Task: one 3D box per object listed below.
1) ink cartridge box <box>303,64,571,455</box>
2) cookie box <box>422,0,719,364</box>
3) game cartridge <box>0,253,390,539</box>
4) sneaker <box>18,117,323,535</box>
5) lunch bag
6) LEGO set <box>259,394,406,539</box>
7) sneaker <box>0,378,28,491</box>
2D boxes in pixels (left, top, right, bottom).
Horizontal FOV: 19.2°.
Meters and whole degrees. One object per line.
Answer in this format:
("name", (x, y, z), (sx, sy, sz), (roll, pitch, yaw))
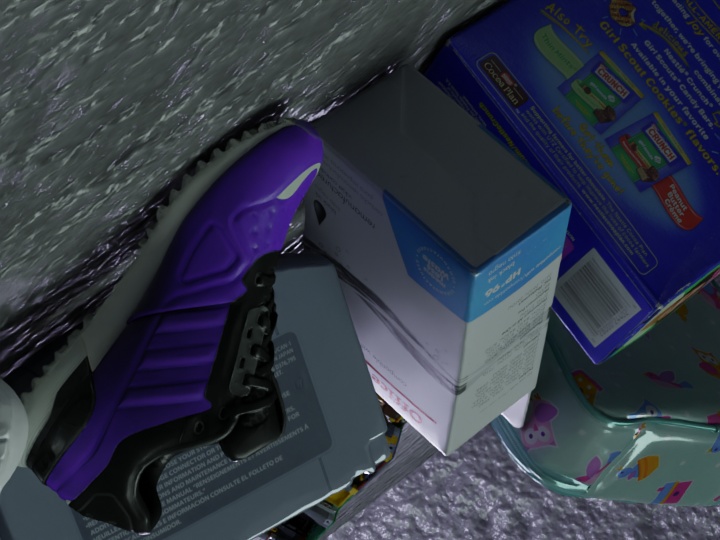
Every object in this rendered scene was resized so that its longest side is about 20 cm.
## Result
("ink cartridge box", (0.032, 0.010, 1.063), (0.068, 0.116, 0.200), (-36, 153, -25))
("cookie box", (0.150, -0.078, 1.100), (0.200, 0.171, 0.075), (-33, 172, -32))
("game cartridge", (-0.087, 0.075, 1.025), (0.199, 0.134, 0.040), (-26, -155, -23))
("sneaker", (-0.063, 0.031, 0.940), (0.200, 0.099, 0.070), (-52, 170, 4))
("lunch bag", (0.147, 0.054, 1.220), (0.199, 0.161, 0.077), (8, 131, -42))
("LEGO set", (-0.046, 0.097, 1.492), (0.200, 0.116, 0.154), (-45, -161, 53))
("sneaker", (-0.195, 0.086, 0.876), (0.200, 0.078, 0.099), (-34, -178, 35))
